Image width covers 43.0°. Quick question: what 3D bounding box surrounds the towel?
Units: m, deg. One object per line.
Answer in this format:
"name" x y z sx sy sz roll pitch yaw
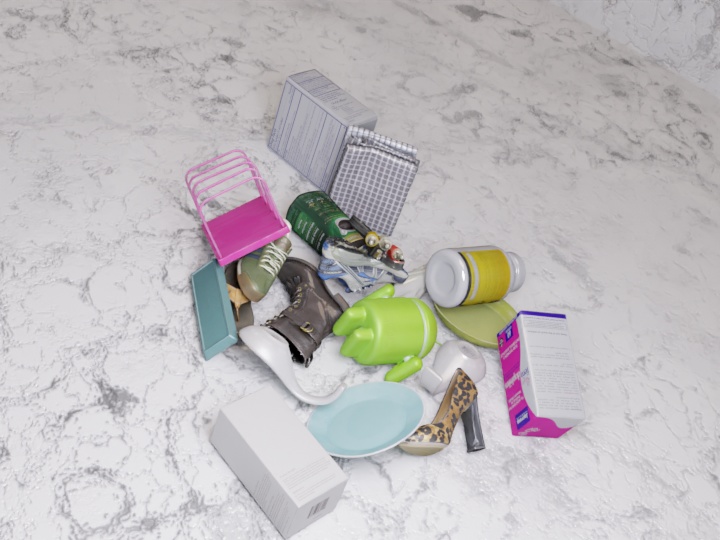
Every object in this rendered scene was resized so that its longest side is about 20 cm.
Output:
"towel" 0.022 -0.181 1.887 0.163 0.202 0.086 20 39 -1

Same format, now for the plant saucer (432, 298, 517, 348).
"plant saucer" 0.226 0.090 1.788 0.197 0.031 0.201 18 30 -11

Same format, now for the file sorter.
"file sorter" -0.233 -0.124 1.664 0.137 0.127 0.200 -26 27 -8

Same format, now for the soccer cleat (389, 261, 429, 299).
"soccer cleat" 0.102 0.024 1.796 0.077 0.070 0.200 30 41 15

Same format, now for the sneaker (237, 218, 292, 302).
"sneaker" -0.166 -0.030 1.650 0.067 0.090 0.201 43 22 -20

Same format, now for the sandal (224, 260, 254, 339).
"sandal" -0.217 0.041 1.628 0.080 0.055 0.202 16 39 -7

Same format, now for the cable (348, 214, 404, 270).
"cable" 0.035 -0.060 1.698 0.096 0.051 0.201 28 15 -20

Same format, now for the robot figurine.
"robot figurine" 0.052 0.107 1.624 0.197 0.116 0.177 -1 55 -33

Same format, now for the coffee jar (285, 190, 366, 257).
"coffee jar" -0.052 -0.068 1.810 0.103 0.086 0.200 -14 50 -47

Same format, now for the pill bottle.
"pill bottle" 0.228 0.009 1.776 0.198 0.113 0.112 -4 44 -40

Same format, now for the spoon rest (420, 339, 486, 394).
"spoon rest" 0.164 0.179 1.663 0.099 0.061 0.199 40 28 19

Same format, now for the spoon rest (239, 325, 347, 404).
"spoon rest" -0.119 0.158 1.504 0.198 0.061 0.099 34 4 7

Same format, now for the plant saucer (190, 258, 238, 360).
"plant saucer" -0.257 0.061 1.579 0.019 0.069 0.202 45 18 -43

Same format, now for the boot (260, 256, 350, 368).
"boot" -0.120 0.069 1.631 0.199 0.070 0.173 39 40 16

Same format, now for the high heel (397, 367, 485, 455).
"high heel" 0.121 0.231 1.523 0.198 0.071 0.145 7 64 -37

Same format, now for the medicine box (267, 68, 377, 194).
"medicine box" -0.087 -0.304 1.991 0.199 0.184 0.102 40 41 21

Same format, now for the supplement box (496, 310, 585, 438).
"supplement box" 0.321 0.187 1.639 0.102 0.101 0.203 5 59 -19

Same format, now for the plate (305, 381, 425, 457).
"plate" 0.010 0.244 1.471 0.196 0.026 0.201 -11 25 5

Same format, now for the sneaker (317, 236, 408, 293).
"sneaker" 0.000 0.000 1.704 0.198 0.086 0.077 16 20 -34

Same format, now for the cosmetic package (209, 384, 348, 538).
"cosmetic package" -0.124 0.281 1.368 0.107 0.086 0.200 -18 53 -40
